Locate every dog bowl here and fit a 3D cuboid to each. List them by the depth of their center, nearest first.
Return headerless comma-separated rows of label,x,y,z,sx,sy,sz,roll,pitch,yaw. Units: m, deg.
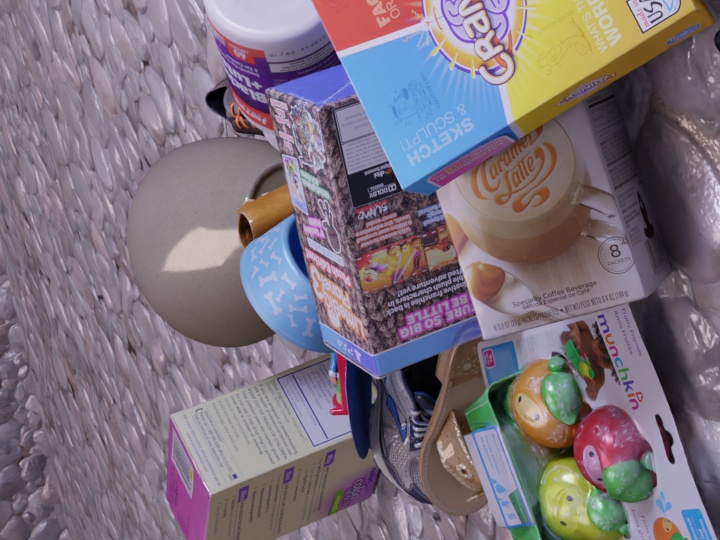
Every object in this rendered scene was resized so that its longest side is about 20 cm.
dog bowl,0.000,0.000,1.309,0.050,0.200,0.112,-47,61,37

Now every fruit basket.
fruit basket,0.155,0.125,1.161,0.200,0.094,0.186,-22,89,67

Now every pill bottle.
pill bottle,-0.054,-0.173,1.313,0.112,0.111,0.200,60,173,26

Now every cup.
cup,-0.093,-0.038,1.530,0.143,0.200,0.201,-17,93,56

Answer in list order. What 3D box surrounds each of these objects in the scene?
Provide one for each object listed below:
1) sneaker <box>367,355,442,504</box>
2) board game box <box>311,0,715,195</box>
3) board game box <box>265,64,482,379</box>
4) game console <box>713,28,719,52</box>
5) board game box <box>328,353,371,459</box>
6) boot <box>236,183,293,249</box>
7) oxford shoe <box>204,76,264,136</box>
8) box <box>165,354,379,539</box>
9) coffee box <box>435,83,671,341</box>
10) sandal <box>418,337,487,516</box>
sneaker,0.051,0.118,1.446,0.085,0.077,0.200,20,128,59
board game box,0.081,-0.158,0.969,0.040,0.200,0.153,3,-122,-64
board game box,0.041,-0.051,1.187,0.097,0.159,0.200,29,134,61
game console,0.262,-0.132,0.749,0.176,0.116,0.200,43,167,-16
board game box,-0.018,0.067,1.479,0.158,0.039,0.201,70,-161,-67
boot,-0.024,-0.062,1.366,0.071,0.144,0.201,66,159,8
oxford shoe,-0.082,-0.142,1.541,0.200,0.072,0.071,28,135,61
box,-0.085,0.188,1.676,0.097,0.200,0.176,59,158,27
coffee box,0.106,-0.071,1.046,0.114,0.080,0.200,-17,95,25
sandal,0.096,0.139,1.343,0.070,0.077,0.212,-125,29,-49
